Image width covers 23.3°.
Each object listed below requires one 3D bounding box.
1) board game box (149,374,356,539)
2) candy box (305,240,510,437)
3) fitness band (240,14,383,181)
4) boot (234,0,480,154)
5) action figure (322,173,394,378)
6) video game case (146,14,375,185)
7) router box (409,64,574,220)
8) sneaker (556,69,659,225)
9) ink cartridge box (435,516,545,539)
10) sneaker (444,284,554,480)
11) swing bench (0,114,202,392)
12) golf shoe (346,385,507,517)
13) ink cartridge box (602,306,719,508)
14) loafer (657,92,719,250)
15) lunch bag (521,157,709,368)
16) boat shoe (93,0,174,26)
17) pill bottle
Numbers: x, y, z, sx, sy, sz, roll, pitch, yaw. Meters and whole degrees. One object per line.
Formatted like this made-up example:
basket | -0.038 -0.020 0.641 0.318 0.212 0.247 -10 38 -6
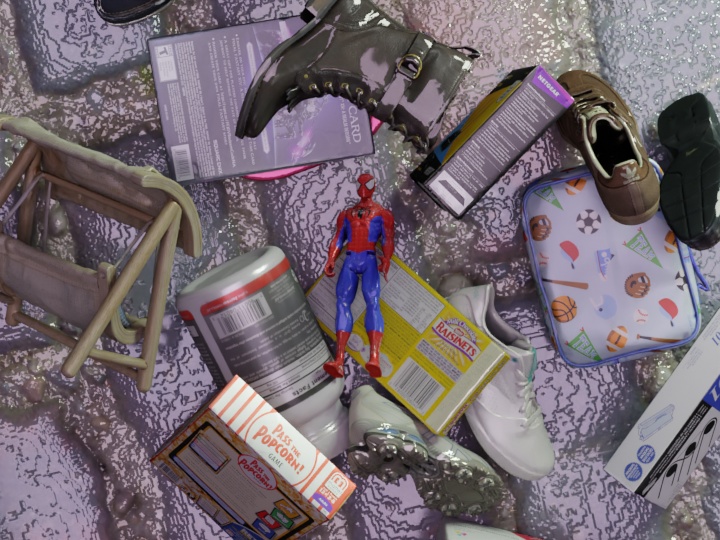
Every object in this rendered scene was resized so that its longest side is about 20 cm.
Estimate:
board game box | -0.106 0.192 1.647 0.151 0.200 0.046 44 60 -3
candy box | 0.039 0.057 1.677 0.200 0.026 0.102 42 92 25
fitness band | -0.066 -0.169 1.698 0.199 0.037 0.144 -21 94 3
boot | -0.003 -0.165 1.632 0.174 0.069 0.200 36 93 -4
action figure | 0.000 0.000 1.663 0.065 0.052 0.201 -4 65 17
video game case | -0.094 -0.166 1.673 0.199 0.019 0.144 -9 97 -1
router box | 0.117 -0.120 1.620 0.051 0.200 0.149 44 92 -5
sneaker | 0.229 -0.134 1.629 0.070 0.076 0.200 -22 49 -1
ink cartridge box | 0.140 0.308 1.650 0.147 0.200 0.086 14 94 -1
sneaker | 0.143 0.107 1.684 0.088 0.075 0.201 -28 94 35
swing bench | -0.267 -0.019 1.626 0.198 0.130 0.201 23 92 32
golf shoe | 0.067 0.170 1.690 0.078 0.098 0.200 -36 133 25
ink cartridge box | 0.323 0.131 1.687 0.044 0.094 0.200 37 94 33
loafer | 0.323 -0.083 1.631 0.073 0.200 0.072 -24 124 28
lunch bag | 0.245 -0.006 1.686 0.159 0.076 0.201 -15 94 5
boat shoe | -0.176 -0.299 1.667 0.199 0.062 0.075 -29 99 13
pill bottle | -0.085 0.088 1.674 0.115 0.116 0.201 -25 100 2
